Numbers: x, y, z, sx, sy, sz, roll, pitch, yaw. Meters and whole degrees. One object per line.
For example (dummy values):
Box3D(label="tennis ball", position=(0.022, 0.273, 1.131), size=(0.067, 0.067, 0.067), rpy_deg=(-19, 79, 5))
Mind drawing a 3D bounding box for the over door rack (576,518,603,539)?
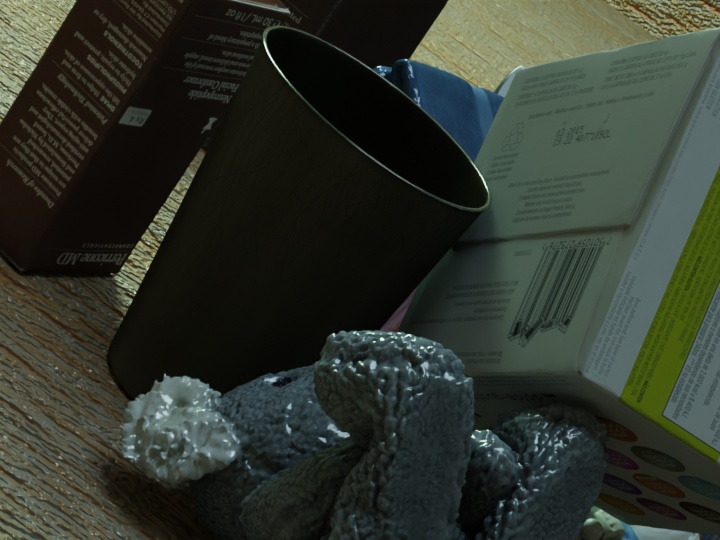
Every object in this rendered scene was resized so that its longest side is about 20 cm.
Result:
Box3D(label="over door rack", position=(0.072, 0.157, 1.250), size=(0.147, 0.067, 0.200), rpy_deg=(25, 20, -25))

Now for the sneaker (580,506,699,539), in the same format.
Box3D(label="sneaker", position=(0.142, 0.127, 1.394), size=(0.086, 0.075, 0.200), rpy_deg=(-8, 38, -23))

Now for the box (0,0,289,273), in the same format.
Box3D(label="box", position=(-0.140, -0.096, 1.303), size=(0.075, 0.200, 0.100), rpy_deg=(44, 21, 23))

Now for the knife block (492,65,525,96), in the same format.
Box3D(label="knife block", position=(0.083, -0.057, 1.645), size=(0.064, 0.176, 0.200), rpy_deg=(32, 18, -4))

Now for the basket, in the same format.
Box3D(label="basket", position=(-0.043, -0.005, 1.240), size=(0.136, 0.201, 0.180), rpy_deg=(19, 22, -38))

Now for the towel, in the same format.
Box3D(label="towel", position=(0.067, -0.076, 1.537), size=(0.200, 0.048, 0.112), rpy_deg=(16, 60, -61))

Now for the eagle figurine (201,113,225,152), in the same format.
Box3D(label="eagle figurine", position=(-0.046, -0.051, 1.495), size=(0.152, 0.151, 0.200), rpy_deg=(43, 6, -5))

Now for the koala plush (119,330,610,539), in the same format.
Box3D(label="koala plush", position=(-0.018, 0.112, 1.109), size=(0.199, 0.185, 0.177), rpy_deg=(22, -3, 45))

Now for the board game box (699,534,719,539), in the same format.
Box3D(label="board game box", position=(0.208, 0.115, 1.617), size=(0.200, 0.062, 0.200), rpy_deg=(38, 18, 7))

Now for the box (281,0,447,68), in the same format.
Box3D(label="box", position=(-0.057, -0.211, 1.754), size=(0.166, 0.200, 0.164), rpy_deg=(43, 19, 22))

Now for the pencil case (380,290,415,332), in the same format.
Box3D(label="pencil case", position=(0.045, 0.019, 1.339), size=(0.087, 0.200, 0.087), rpy_deg=(47, 7, -8))

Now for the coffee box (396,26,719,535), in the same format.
Box3D(label="coffee box", position=(0.170, 0.015, 1.209), size=(0.197, 0.201, 0.199), rpy_deg=(32, -16, -25))
